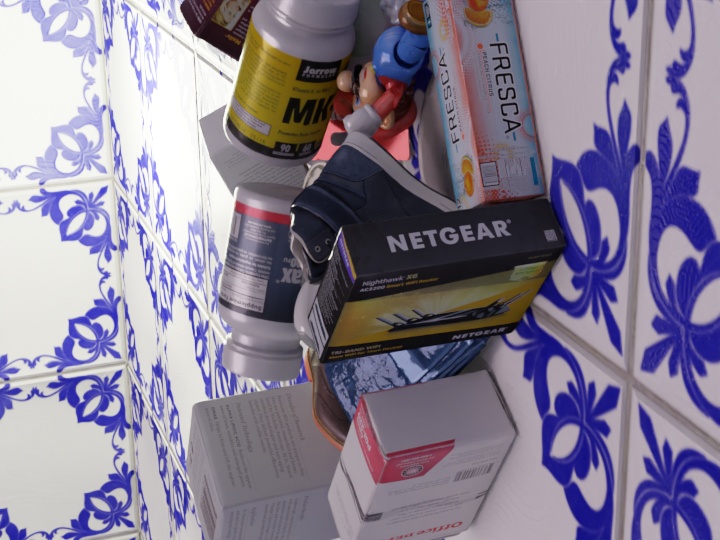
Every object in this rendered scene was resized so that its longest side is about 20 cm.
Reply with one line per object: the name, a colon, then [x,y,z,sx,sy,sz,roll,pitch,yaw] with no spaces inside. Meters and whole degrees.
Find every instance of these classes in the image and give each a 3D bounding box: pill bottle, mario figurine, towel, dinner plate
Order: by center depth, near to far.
dinner plate: [0.091,-0.111,1.372,0.200,0.024,0.204,172,90,-71]
mario figurine: [0.019,-0.210,1.386,0.106,0.123,0.201,46,140,15]
towel: [0.043,0.082,1.408,0.200,0.048,0.112,-47,67,36]
pill bottle: [-0.070,-0.220,1.450,0.115,0.113,0.202,-115,34,-41]
pill bottle: [-0.095,0.013,1.524,0.119,0.118,0.203,-144,62,-65]

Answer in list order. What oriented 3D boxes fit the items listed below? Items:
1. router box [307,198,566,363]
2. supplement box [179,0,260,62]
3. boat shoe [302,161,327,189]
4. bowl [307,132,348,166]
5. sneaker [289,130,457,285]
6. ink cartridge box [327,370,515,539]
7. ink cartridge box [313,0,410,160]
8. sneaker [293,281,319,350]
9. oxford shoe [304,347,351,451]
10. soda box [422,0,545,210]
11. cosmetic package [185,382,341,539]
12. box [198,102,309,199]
router box: [0.064,0.011,1.226,0.158,0.197,0.053,111,146,-56]
supplement box: [-0.107,-0.345,1.598,0.201,0.110,0.086,-53,37,17]
boat shoe: [-0.047,-0.029,1.601,0.074,0.066,0.202,23,107,36]
bowl: [-0.043,-0.217,1.651,0.201,0.074,0.202,-114,25,-43]
sneaker: [0.023,-0.022,1.322,0.201,0.146,0.077,37,157,14]
ink cartridge box: [0.058,0.200,1.402,0.201,0.144,0.086,106,149,-48]
ink cartridge box: [-0.025,-0.221,1.512,0.159,0.050,0.203,4,99,37]
sneaker: [0.000,0.000,1.462,0.070,0.201,0.080,42,151,-5]
oxford shoe: [-0.027,0.147,1.757,0.201,0.070,0.073,-115,30,-43]
soda box: [0.110,-0.155,1.236,0.068,0.063,0.203,157,105,-71]
cosmetic package: [-0.122,0.274,1.881,0.166,0.197,0.166,106,150,-50]
box: [-0.107,-0.106,1.704,0.201,0.097,0.125,61,-179,-29]
